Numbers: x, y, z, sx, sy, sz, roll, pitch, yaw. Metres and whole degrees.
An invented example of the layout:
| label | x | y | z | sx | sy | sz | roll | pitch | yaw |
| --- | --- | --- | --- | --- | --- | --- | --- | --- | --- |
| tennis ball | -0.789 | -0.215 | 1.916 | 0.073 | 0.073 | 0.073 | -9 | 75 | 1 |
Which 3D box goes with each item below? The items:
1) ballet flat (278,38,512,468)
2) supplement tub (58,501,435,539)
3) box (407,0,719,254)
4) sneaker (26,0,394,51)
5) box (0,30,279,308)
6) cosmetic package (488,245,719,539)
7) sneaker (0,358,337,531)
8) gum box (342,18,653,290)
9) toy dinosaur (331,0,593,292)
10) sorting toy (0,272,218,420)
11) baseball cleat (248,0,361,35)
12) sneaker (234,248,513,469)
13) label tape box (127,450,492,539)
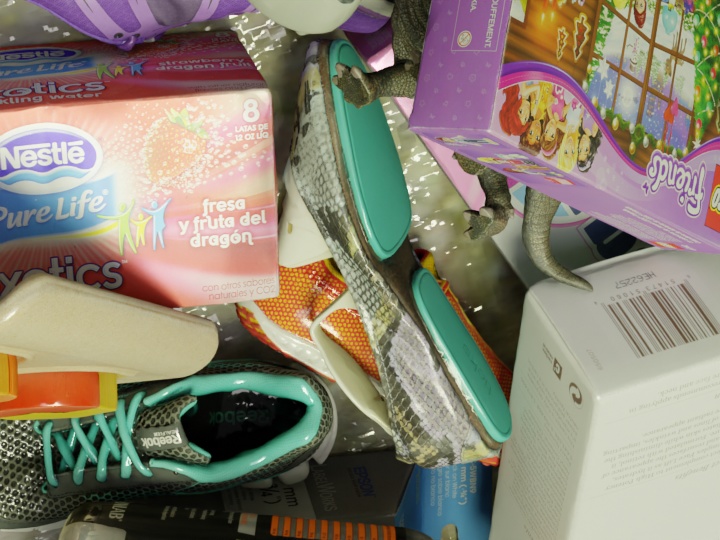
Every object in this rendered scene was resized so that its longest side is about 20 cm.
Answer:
| label | x | y | z | sx | sy | sz | roll | pitch | yaw |
| --- | --- | --- | --- | --- | --- | --- | --- | --- | --- |
| ballet flat | 0.000 | 0.000 | 0.792 | 0.071 | 0.072 | 0.202 | -24 | 102 | -3 |
| supplement tub | -0.036 | 0.170 | 0.789 | 0.197 | 0.123 | 0.124 | 6 | 111 | -1 |
| box | 0.100 | -0.095 | 0.705 | 0.199 | 0.039 | 0.139 | 19 | 80 | -52 |
| sneaker | -0.080 | -0.132 | 0.777 | 0.198 | 0.081 | 0.084 | 9 | 127 | -10 |
| box | -0.139 | -0.040 | 0.774 | 0.198 | 0.103 | 0.096 | -6 | 112 | -10 |
| cosmetic package | 0.122 | 0.088 | 0.833 | 0.101 | 0.074 | 0.201 | -14 | 138 | -19 |
| sneaker | -0.102 | 0.073 | 0.826 | 0.198 | 0.091 | 0.079 | -11 | 83 | -13 |
| gum box | 0.095 | -0.063 | 0.839 | 0.113 | 0.066 | 0.201 | -36 | 115 | 3 |
| toy dinosaur | 0.056 | -0.081 | 0.729 | 0.200 | 0.077 | 0.102 | 47 | 59 | -12 |
| sorting toy | -0.178 | 0.046 | 0.734 | 0.198 | 0.185 | 0.037 | -11 | 79 | 16 |
| baseball cleat | -0.056 | -0.185 | 0.693 | 0.069 | 0.200 | 0.107 | -30 | 159 | -39 |
| sneaker | 0.036 | 0.038 | 0.867 | 0.199 | 0.073 | 0.078 | 31 | 92 | -26 |
| label tape box | -0.020 | 0.172 | 0.911 | 0.198 | 0.063 | 0.146 | -6 | 114 | -11 |
